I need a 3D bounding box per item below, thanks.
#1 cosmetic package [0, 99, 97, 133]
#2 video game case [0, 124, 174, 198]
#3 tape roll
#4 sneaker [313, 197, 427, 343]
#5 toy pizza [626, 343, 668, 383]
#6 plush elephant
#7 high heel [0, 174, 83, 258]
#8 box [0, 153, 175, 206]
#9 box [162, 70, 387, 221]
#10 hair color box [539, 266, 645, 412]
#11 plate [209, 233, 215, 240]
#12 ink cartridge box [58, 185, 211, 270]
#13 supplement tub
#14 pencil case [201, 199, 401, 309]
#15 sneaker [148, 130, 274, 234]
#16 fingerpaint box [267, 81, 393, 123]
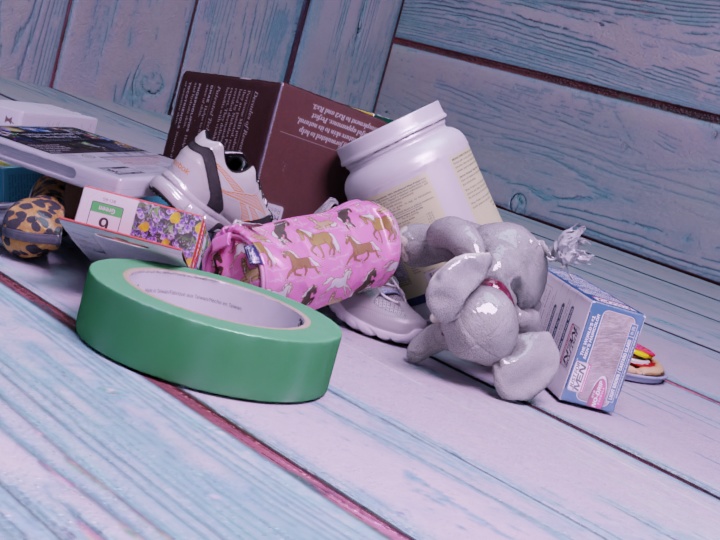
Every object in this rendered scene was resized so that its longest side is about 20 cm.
[{"bbox_3d":[-0.390,-0.143,1.451,0.070,0.103,0.200,16,7,10],"label":"cosmetic package"},{"bbox_3d":[-0.260,-0.107,1.194,0.180,0.024,0.200,19,12,16],"label":"video game case"},{"bbox_3d":[-0.114,0.043,0.937,0.198,0.049,0.201,16,9,-2],"label":"tape roll"},{"bbox_3d":[0.000,0.000,1.245,0.074,0.083,0.200,7,29,-51],"label":"sneaker"},{"bbox_3d":[0.269,0.085,1.455,0.197,0.032,0.200,16,8,-2],"label":"toy pizza"},{"bbox_3d":[0.108,0.036,1.134,0.199,0.166,0.155,-22,17,47],"label":"plush elephant"},{"bbox_3d":[-0.267,-0.051,1.166,0.141,0.072,0.199,19,21,37],"label":"high heel"},{"bbox_3d":[-0.293,-0.094,1.318,0.197,0.050,0.082,-5,13,-29],"label":"box"},{"bbox_3d":[-0.106,-0.120,1.403,0.165,0.167,0.199,15,0,-42],"label":"box"},{"bbox_3d":[0.212,0.063,1.245,0.060,0.101,0.200,15,8,-11],"label":"hair color box"},{"bbox_3d":[-0.170,-0.020,1.299,0.197,0.033,0.200,15,8,-16],"label":"plate"},{"bbox_3d":[-0.190,-0.032,1.071,0.107,0.051,0.200,15,-11,-1],"label":"ink cartridge box"},{"bbox_3d":[0.069,-0.063,1.313,0.143,0.202,0.145,-25,5,2],"label":"supplement tub"},{"bbox_3d":[-0.049,-0.011,1.135,0.199,0.087,0.083,-14,43,-46],"label":"pencil case"},{"bbox_3d":[-0.113,-0.062,1.175,0.073,0.080,0.200,37,-1,33],"label":"sneaker"},{"bbox_3d":[-0.066,-0.123,1.599,0.165,0.203,0.073,18,7,23],"label":"fingerpaint box"}]
